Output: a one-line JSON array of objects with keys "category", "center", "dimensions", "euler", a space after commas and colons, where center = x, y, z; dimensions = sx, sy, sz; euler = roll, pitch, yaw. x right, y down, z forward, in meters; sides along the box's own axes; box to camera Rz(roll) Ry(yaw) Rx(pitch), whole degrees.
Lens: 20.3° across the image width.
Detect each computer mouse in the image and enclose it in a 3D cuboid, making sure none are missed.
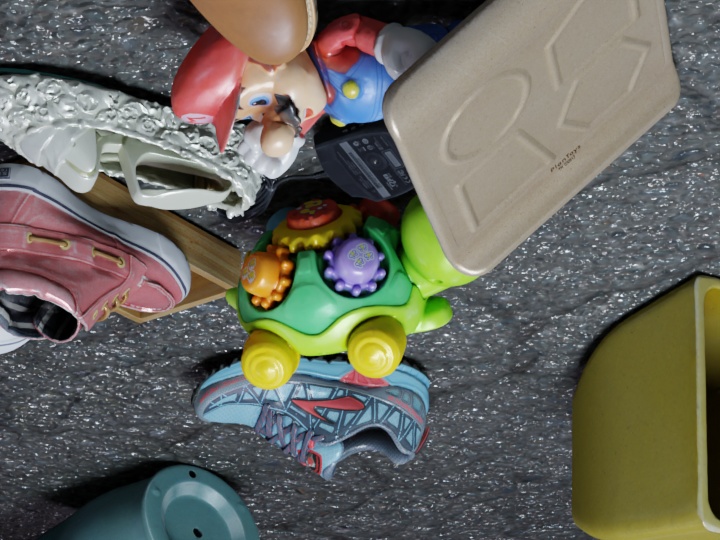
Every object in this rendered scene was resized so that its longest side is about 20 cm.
[{"category": "computer mouse", "center": [-0.027, -0.069, 1.317], "dimensions": [0.199, 0.034, 0.059], "euler": [-12, 130, 39]}]

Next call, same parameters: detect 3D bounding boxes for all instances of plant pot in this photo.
[{"category": "plant pot", "center": [0.271, 0.141, 1.594], "dimensions": [0.194, 0.196, 0.199], "euler": [16, 156, -32]}, {"category": "plant pot", "center": [-0.199, 0.286, 1.906], "dimensions": [0.199, 0.201, 0.188], "euler": [18, 134, -34]}]

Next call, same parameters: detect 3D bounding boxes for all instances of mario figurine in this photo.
[{"category": "mario figurine", "center": [-0.011, -0.096, 1.160], "dimensions": [0.198, 0.106, 0.124], "euler": [-3, 122, -13]}]

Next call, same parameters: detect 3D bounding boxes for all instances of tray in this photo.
[{"category": "tray", "center": [-0.183, -0.022, 1.407], "dimensions": [0.098, 0.037, 0.199], "euler": [-17, 151, 31]}]

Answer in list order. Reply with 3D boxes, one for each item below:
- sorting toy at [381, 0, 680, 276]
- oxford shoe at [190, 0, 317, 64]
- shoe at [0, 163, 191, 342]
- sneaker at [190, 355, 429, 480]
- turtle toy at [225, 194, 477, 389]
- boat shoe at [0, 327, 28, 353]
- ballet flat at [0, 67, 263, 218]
[{"category": "sorting toy", "center": [0.099, -0.103, 1.142], "dimensions": [0.185, 0.036, 0.200], "euler": [-41, 150, -6]}, {"category": "oxford shoe", "center": [-0.082, -0.162, 1.025], "dimensions": [0.071, 0.072, 0.200], "euler": [-12, 142, 22]}, {"category": "shoe", "center": [-0.184, 0.010, 1.324], "dimensions": [0.071, 0.092, 0.200], "euler": [-15, 152, 28]}, {"category": "sneaker", "center": [-0.041, 0.121, 1.645], "dimensions": [0.198, 0.096, 0.079], "euler": [0, 155, -1]}, {"category": "turtle toy", "center": [0.000, 0.000, 1.361], "dimensions": [0.198, 0.146, 0.102], "euler": [-8, 113, 15]}, {"category": "boat shoe", "center": [-0.309, 0.009, 1.425], "dimensions": [0.199, 0.074, 0.065], "euler": [16, 155, -34]}, {"category": "ballet flat", "center": [-0.149, -0.076, 1.256], "dimensions": [0.198, 0.072, 0.072], "euler": [10, 153, -20]}]
